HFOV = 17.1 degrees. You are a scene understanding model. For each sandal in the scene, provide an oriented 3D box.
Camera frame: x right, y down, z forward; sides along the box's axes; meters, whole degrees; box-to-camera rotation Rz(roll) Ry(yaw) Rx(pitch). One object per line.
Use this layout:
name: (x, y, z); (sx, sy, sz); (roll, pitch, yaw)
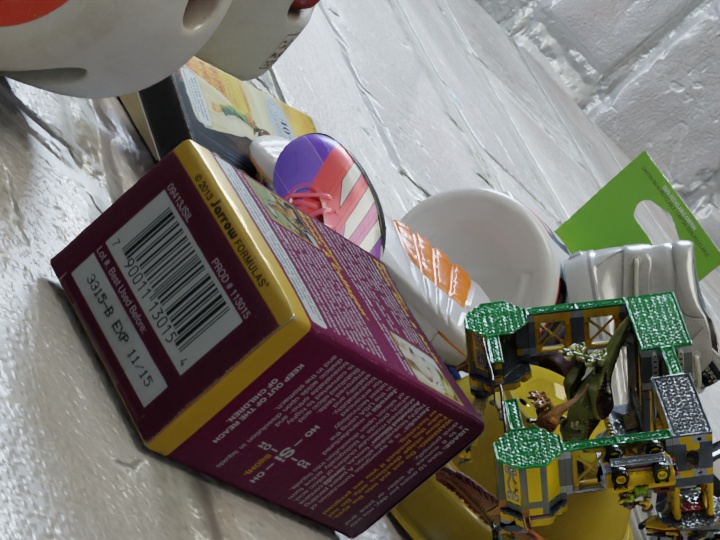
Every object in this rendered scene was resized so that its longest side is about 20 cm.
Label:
sandal: (0.002, -0.002, 1.510); (0.207, 0.059, 0.079); (41, 23, 5)

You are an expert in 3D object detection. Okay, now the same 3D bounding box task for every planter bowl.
planter bowl: (0.103, 0.116, 1.447); (0.200, 0.083, 0.200); (29, 25, -15)

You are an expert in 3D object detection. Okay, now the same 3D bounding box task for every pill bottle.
pill bottle: (0.090, 0.014, 1.654); (0.120, 0.120, 0.200); (52, 6, 13)

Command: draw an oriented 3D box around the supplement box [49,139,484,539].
supplement box: (-0.045, 0.039, 1.235); (0.200, 0.103, 0.131); (32, 20, -52)

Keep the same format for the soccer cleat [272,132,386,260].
soccer cleat: (-0.025, 0.001, 1.406); (0.073, 0.068, 0.200); (31, 45, -54)

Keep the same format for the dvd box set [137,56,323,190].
dvd box set: (-0.065, -0.055, 1.534); (0.200, 0.029, 0.146); (24, 43, -58)

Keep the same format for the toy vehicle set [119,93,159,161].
toy vehicle set: (-0.095, -0.085, 1.627); (0.200, 0.027, 0.124); (34, 19, -51)

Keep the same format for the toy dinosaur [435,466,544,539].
toy dinosaur: (0.155, 0.194, 1.345); (0.181, 0.105, 0.200); (10, 58, -38)

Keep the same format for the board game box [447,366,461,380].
board game box: (0.034, 0.052, 1.681); (0.103, 0.019, 0.200); (43, 13, -25)

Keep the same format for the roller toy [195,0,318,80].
roller toy: (-0.110, -0.229, 1.710); (0.182, 0.140, 0.200); (25, 24, -37)

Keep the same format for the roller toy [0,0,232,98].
roller toy: (-0.165, -0.194, 1.325); (0.183, 0.200, 0.140); (59, 15, 16)

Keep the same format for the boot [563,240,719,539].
boot: (0.194, 0.078, 1.559); (0.074, 0.096, 0.200); (36, 45, -78)

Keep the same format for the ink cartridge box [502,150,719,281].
ink cartridge box: (0.160, -0.004, 1.869); (0.076, 0.200, 0.148); (37, 16, -44)

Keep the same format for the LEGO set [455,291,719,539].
LEGO set: (0.130, 0.104, 1.329); (0.200, 0.154, 0.116); (-114, -165, -59)

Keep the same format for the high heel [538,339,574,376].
high heel: (0.176, 0.104, 1.684); (0.067, 0.096, 0.200); (37, -29, 32)

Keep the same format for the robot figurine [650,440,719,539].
robot figurine: (0.256, 0.201, 1.742); (0.200, 0.125, 0.150); (56, 11, 6)
